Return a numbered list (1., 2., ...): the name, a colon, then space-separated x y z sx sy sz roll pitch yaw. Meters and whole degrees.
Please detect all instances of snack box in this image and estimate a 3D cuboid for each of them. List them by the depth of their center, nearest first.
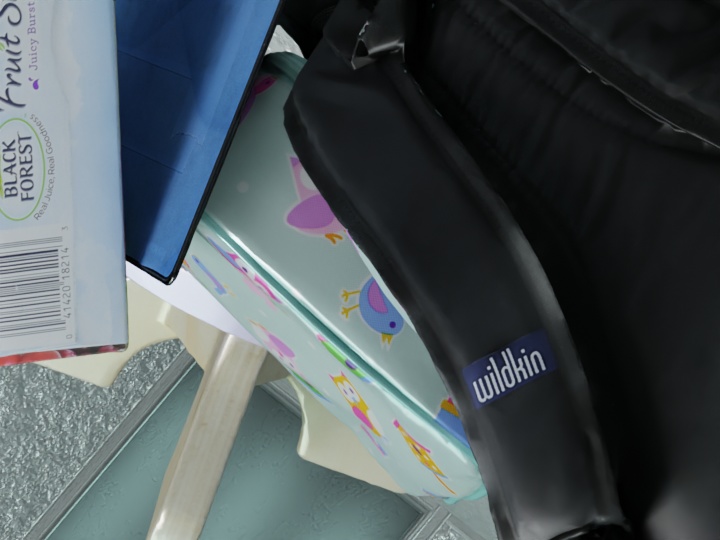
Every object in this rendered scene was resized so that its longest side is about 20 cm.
1. snack box: -0.119 -0.087 0.892 0.142 0.053 0.201 -143 49 -62

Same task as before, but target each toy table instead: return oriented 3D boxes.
1. toy table: -0.048 0.015 1.136 0.199 0.117 0.184 28 -143 2

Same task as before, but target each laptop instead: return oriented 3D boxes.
1. laptop: -0.093 -0.124 0.899 0.201 0.116 0.187 58 167 -20

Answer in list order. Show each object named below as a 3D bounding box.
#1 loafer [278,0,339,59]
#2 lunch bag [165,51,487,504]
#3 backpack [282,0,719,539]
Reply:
1. loafer: -0.026 -0.124 0.983 0.200 0.073 0.073 29 146 46
2. lunch bag: 0.000 0.000 0.955 0.160 0.077 0.200 46 172 -2
3. backpack: 0.076 -0.012 0.706 0.200 0.167 0.127 44 -178 31
